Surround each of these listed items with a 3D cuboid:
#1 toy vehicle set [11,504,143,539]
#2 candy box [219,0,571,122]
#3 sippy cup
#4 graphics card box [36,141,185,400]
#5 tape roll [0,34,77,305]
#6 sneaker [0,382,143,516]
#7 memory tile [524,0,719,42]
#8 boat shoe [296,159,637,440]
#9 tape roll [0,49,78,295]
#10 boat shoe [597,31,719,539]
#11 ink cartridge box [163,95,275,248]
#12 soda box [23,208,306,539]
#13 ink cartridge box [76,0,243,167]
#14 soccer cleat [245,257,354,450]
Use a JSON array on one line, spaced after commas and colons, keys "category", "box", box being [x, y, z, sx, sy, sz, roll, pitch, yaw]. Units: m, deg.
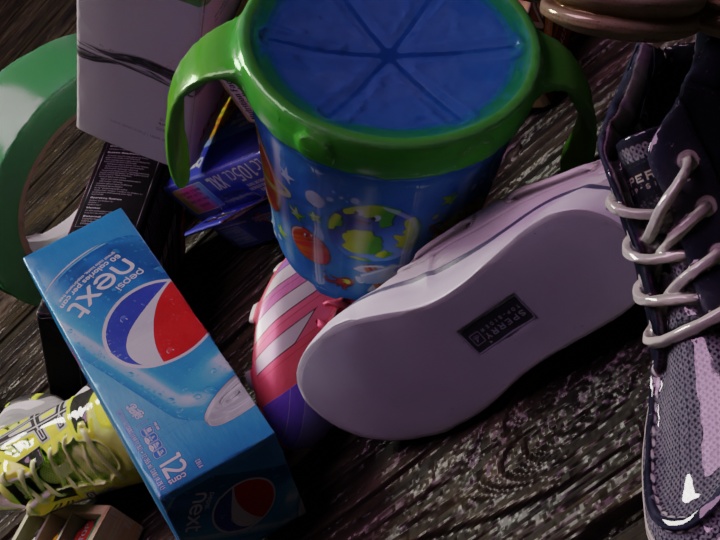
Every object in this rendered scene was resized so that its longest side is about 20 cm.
[{"category": "toy vehicle set", "box": [-0.209, 0.232, 0.823, 0.124, 0.026, 0.201, -15, 44, 54]}, {"category": "candy box", "box": [0.023, -0.148, 0.804, 0.199, 0.055, 0.116, 0, 54, 32]}, {"category": "sippy cup", "box": [0.009, -0.059, 0.655, 0.140, 0.177, 0.131, -48, -23, -35]}, {"category": "graphics card box", "box": [-0.162, 0.006, 0.944, 0.201, 0.050, 0.126, -82, -3, -46]}, {"category": "tape roll", "box": [-0.204, -0.072, 1.024, 0.048, 0.200, 0.201, 32, 84, 29]}, {"category": "sneaker", "box": [-0.168, 0.113, 0.831, 0.199, 0.076, 0.076, -21, 23, 45]}, {"category": "memory tile", "box": [0.135, -0.099, 0.497, 0.153, 0.199, 0.017, -130, 42, -62]}, {"category": "boat shoe", "box": [0.054, 0.015, 0.618, 0.199, 0.074, 0.065, -27, 19, 38]}, {"category": "tape roll", "box": [-0.233, -0.076, 1.090, 0.048, 0.200, 0.201, 33, 85, 28]}, {"category": "boat shoe", "box": [0.113, 0.003, 0.483, 0.074, 0.093, 0.201, -26, 35, 44]}, {"category": "ink cartridge box", "box": [-0.045, -0.097, 0.926, 0.136, 0.076, 0.201, -14, 46, 54]}, {"category": "soda box", "box": [-0.105, 0.056, 0.724, 0.064, 0.068, 0.200, -29, 46, -13]}, {"category": "ink cartridge box", "box": [-0.109, -0.182, 0.851, 0.200, 0.084, 0.147, 108, -177, -55]}, {"category": "soccer cleat", "box": [0.000, 0.000, 0.731, 0.076, 0.067, 0.201, -12, 45, 39]}]
